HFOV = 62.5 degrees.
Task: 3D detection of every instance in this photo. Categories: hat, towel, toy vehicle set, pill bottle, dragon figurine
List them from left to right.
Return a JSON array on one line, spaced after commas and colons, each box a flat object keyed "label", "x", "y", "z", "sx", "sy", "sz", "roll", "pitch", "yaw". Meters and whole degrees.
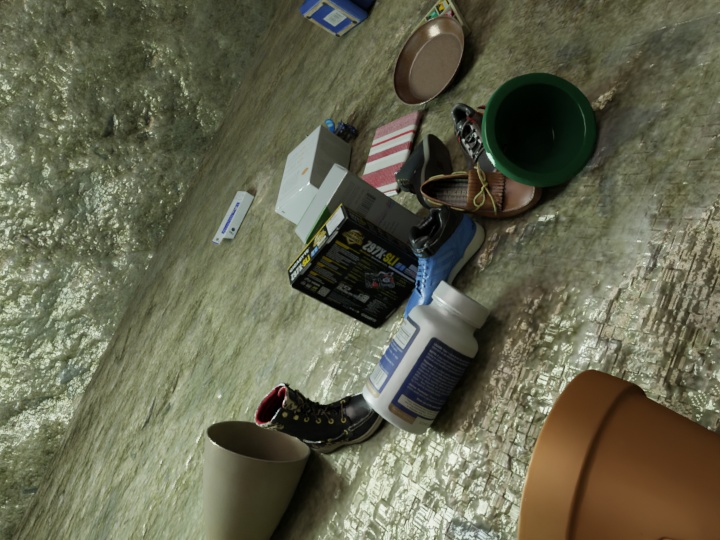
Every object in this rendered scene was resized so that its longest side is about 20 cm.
[{"label": "dragon figurine", "x": -0.078, "y": -0.365, "z": 1.591, "sx": 0.100, "sy": 0.059, "sz": 0.200, "roll": -58, "pitch": 30, "yaw": 5}, {"label": "towel", "x": 0.063, "y": -0.245, "z": 1.309, "sx": 0.143, "sy": 0.023, "sz": 0.202, "roll": -9, "pitch": 60, "yaw": 53}, {"label": "pill bottle", "x": 0.097, "y": 0.121, "z": 0.847, "sx": 0.201, "sy": 0.110, "sz": 0.111, "roll": -58, "pitch": 29, "yaw": 5}, {"label": "toy vehicle set", "x": 0.182, "y": -0.552, "z": 1.376, "sx": 0.124, "sy": 0.026, "sz": 0.201, "roll": -43, "pitch": 34, "yaw": 29}, {"label": "hat", "x": 0.262, "y": -0.197, "z": 0.934, "sx": 0.176, "sy": 0.163, "sz": 0.203, "roll": 78, "pitch": -158, "yaw": -77}]

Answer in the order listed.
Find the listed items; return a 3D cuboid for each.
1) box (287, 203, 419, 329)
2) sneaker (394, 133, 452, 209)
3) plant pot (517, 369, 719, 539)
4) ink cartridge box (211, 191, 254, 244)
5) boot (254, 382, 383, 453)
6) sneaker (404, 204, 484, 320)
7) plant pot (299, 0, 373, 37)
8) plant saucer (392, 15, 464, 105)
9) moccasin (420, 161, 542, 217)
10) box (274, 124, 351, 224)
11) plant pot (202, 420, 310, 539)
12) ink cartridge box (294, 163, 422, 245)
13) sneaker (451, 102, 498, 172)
[{"label": "box", "x": 0.000, "y": 0.000, "z": 1.014, "sx": 0.160, "sy": 0.199, "sz": 0.050, "roll": -49, "pitch": 33, "yaw": 21}, {"label": "sneaker", "x": 0.115, "y": -0.159, "z": 1.111, "sx": 0.106, "sy": 0.074, "sz": 0.201, "roll": -43, "pitch": 25, "yaw": 37}, {"label": "plant pot", "x": 0.240, "y": 0.198, "z": 0.496, "sx": 0.139, "sy": 0.200, "sz": 0.202, "roll": 10, "pitch": 73, "yaw": 42}, {"label": "ink cartridge box", "x": -0.431, "y": -0.172, "z": 2.004, "sx": 0.099, "sy": 0.039, "sz": 0.202, "roll": 18, "pitch": 79, "yaw": 60}, {"label": "boot", "x": -0.066, "y": 0.230, "z": 0.969, "sx": 0.199, "sy": 0.150, "sz": 0.074, "roll": -35, "pitch": 38, "yaw": 38}, {"label": "sneaker", "x": 0.104, "y": -0.010, "z": 0.949, "sx": 0.201, "sy": 0.111, "sz": 0.077, "roll": -56, "pitch": 30, "yaw": 9}, {"label": "plant pot", "x": -0.070, "y": -0.876, "z": 1.889, "sx": 0.199, "sy": 0.198, "sz": 0.182, "roll": -5, "pitch": 68, "yaw": 56}, {"label": "plant saucer", "x": 0.153, "y": -0.448, "z": 1.287, "sx": 0.199, "sy": 0.036, "sz": 0.203, "roll": -17, "pitch": 67, "yaw": 43}, {"label": "moccasin", "x": 0.184, "y": -0.126, "z": 0.925, "sx": 0.200, "sy": 0.077, "sz": 0.075, "roll": 14, "pitch": 93, "yaw": 41}, {"label": "box", "x": -0.116, "y": -0.231, "z": 1.489, "sx": 0.152, "sy": 0.106, "sz": 0.202, "roll": -30, "pitch": 41, "yaw": 42}, {"label": "plant pot", "x": -0.201, "y": 0.394, "z": 1.043, "sx": 0.187, "sy": 0.186, "sz": 0.203, "roll": 17, "pitch": 94, "yaw": 60}, {"label": "ink cartridge box", "x": 0.005, "y": -0.076, "z": 1.074, "sx": 0.146, "sy": 0.199, "sz": 0.088, "roll": -58, "pitch": 26, "yaw": 6}, {"label": "sneaker", "x": 0.193, "y": -0.216, "z": 1.013, "sx": 0.077, "sy": 0.081, "sz": 0.201, "roll": -44, "pitch": 37, "yaw": 26}]
